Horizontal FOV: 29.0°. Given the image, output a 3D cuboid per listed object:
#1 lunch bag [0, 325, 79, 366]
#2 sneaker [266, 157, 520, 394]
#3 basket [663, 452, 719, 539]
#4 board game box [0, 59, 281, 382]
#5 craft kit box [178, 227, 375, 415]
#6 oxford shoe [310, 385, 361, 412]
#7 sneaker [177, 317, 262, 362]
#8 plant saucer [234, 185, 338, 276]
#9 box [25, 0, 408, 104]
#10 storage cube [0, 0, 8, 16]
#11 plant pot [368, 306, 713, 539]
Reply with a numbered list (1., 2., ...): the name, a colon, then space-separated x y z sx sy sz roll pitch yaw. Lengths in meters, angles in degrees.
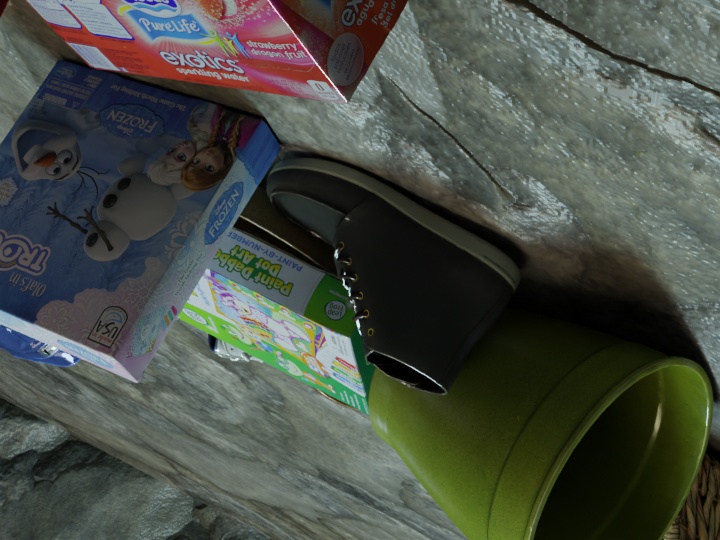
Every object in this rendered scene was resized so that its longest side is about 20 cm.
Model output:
1. lunch bag: -0.366 0.028 1.560 0.132 0.136 0.200 42 160 -32
2. sneaker: 0.000 0.000 0.963 0.200 0.106 0.075 26 162 22
3. basket: 0.222 0.219 1.161 0.149 0.143 0.200 34 161 -17
4. board game box: -0.188 -0.043 0.992 0.199 0.199 0.043 18 159 29
5. craft kit box: -0.074 0.029 1.112 0.197 0.049 0.200 28 163 17
6. oxford shoe: -0.021 0.068 1.250 0.200 0.071 0.071 40 156 -24
7. sneaker: -0.096 0.054 1.297 0.200 0.087 0.074 35 160 -20
8. plant saucer: -0.077 -0.029 1.104 0.200 0.036 0.200 28 168 6
9. box: -0.078 -0.156 0.682 0.200 0.096 0.100 14 157 40
10. storage cube: -0.322 -0.170 0.776 0.170 0.180 0.200 1 141 15
11. plant pot: 0.113 0.110 0.998 0.193 0.201 0.200 31 167 38
